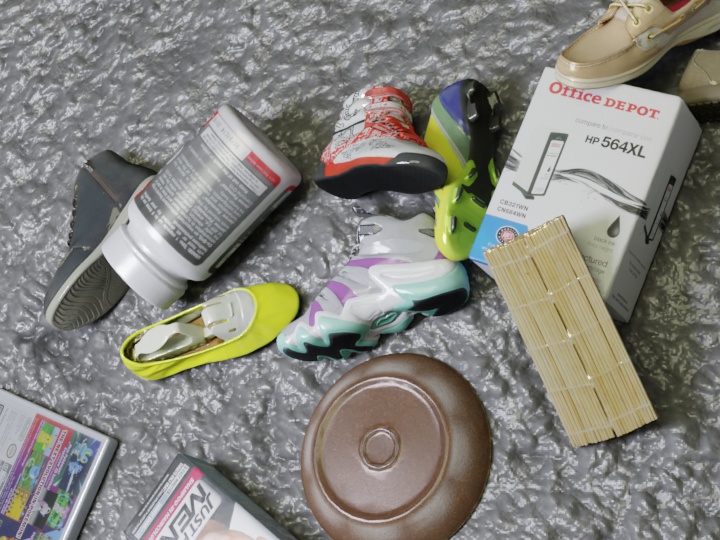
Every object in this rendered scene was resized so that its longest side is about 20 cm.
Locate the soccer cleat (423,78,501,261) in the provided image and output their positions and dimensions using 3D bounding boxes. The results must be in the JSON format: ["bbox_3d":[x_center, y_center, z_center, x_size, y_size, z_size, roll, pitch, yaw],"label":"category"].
[{"bbox_3d":[0.093,-0.093,1.453,0.084,0.065,0.201,-24,50,45],"label":"soccer cleat"}]

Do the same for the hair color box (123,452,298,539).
[{"bbox_3d":[-0.125,0.275,1.440,0.200,0.061,0.099,35,90,30],"label":"hair color box"}]

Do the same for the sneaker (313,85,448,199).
[{"bbox_3d":[0.029,-0.133,1.462,0.201,0.067,0.108,-3,63,60],"label":"sneaker"}]

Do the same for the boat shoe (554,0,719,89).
[{"bbox_3d":[0.259,-0.233,1.374,0.199,0.069,0.074,-30,42,-21],"label":"boat shoe"}]

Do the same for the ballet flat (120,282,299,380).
[{"bbox_3d":[-0.159,0.061,1.525,0.199,0.067,0.067,-22,64,18],"label":"ballet flat"}]

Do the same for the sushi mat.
[{"bbox_3d":[0.185,0.057,1.323,0.095,0.012,0.201,-24,93,37],"label":"sushi mat"}]

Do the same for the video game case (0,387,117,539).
[{"bbox_3d":[-0.368,0.243,1.592,0.182,0.023,0.201,18,81,30],"label":"video game case"}]

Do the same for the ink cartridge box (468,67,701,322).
[{"bbox_3d":[0.209,-0.073,1.382,0.145,0.084,0.201,18,82,30],"label":"ink cartridge box"}]

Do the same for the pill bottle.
[{"bbox_3d":[-0.167,-0.064,1.544,0.200,0.114,0.114,-45,60,5],"label":"pill bottle"}]

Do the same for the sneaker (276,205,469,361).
[{"bbox_3d":[0.000,0.000,1.470,0.199,0.078,0.141,-21,63,8],"label":"sneaker"}]

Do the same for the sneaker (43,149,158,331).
[{"bbox_3d":[-0.293,-0.033,1.626,0.106,0.075,0.200,29,78,35],"label":"sneaker"}]

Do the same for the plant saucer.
[{"bbox_3d":[0.025,0.172,1.417,0.199,0.037,0.202,-9,70,24],"label":"plant saucer"}]

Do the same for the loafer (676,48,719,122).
[{"bbox_3d":[0.379,-0.182,1.342,0.199,0.076,0.068,-5,77,24],"label":"loafer"}]
